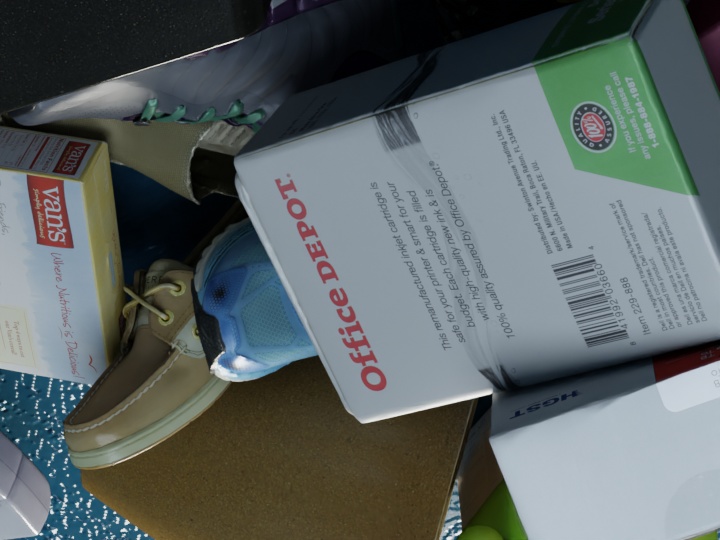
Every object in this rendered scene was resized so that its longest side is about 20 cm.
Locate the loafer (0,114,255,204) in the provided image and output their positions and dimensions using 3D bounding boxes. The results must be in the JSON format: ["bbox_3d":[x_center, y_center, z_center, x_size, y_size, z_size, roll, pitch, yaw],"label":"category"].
[{"bbox_3d":[-0.094,-0.078,1.120,0.199,0.068,0.076,8,131,-9],"label":"loafer"}]

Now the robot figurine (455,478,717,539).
[{"bbox_3d":[0.113,0.161,1.200,0.175,0.116,0.200,-1,138,-41],"label":"robot figurine"}]

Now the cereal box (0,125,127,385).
[{"bbox_3d":[-0.222,-0.016,1.156,0.199,0.040,0.144,9,133,12],"label":"cereal box"}]

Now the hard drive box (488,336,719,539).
[{"bbox_3d":[0.146,0.054,1.042,0.156,0.200,0.077,-20,103,9],"label":"hard drive box"}]

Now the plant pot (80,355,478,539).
[{"bbox_3d":[-0.046,0.104,1.228,0.199,0.187,0.187,14,131,4],"label":"plant pot"}]

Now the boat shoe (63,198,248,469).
[{"bbox_3d":[-0.089,0.021,1.151,0.074,0.200,0.066,-3,125,48],"label":"boat shoe"}]

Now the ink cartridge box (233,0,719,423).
[{"bbox_3d":[0.065,-0.029,0.996,0.200,0.084,0.146,-14,112,27],"label":"ink cartridge box"}]

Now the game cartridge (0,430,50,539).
[{"bbox_3d":[-0.273,0.092,1.253,0.133,0.041,0.200,-7,142,40],"label":"game cartridge"}]

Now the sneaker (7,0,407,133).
[{"bbox_3d":[-0.066,-0.088,1.059,0.200,0.074,0.088,-20,99,-11],"label":"sneaker"}]

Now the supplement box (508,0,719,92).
[{"bbox_3d":[0.135,-0.089,1.091,0.200,0.111,0.086,-33,125,24],"label":"supplement box"}]

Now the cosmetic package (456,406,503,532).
[{"bbox_3d":[0.129,0.077,1.260,0.051,0.083,0.200,22,128,-23],"label":"cosmetic package"}]

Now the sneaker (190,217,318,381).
[{"bbox_3d":[0.000,0.000,1.123,0.090,0.200,0.079,-4,103,48],"label":"sneaker"}]

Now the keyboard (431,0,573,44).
[{"bbox_3d":[0.051,-0.185,1.029,0.127,0.021,0.200,-39,105,20],"label":"keyboard"}]

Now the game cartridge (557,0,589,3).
[{"bbox_3d":[0.175,-0.216,0.973,0.199,0.032,0.177,-7,97,5],"label":"game cartridge"}]

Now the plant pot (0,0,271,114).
[{"bbox_3d":[-0.125,-0.179,0.915,0.199,0.200,0.178,-16,115,11],"label":"plant pot"}]
